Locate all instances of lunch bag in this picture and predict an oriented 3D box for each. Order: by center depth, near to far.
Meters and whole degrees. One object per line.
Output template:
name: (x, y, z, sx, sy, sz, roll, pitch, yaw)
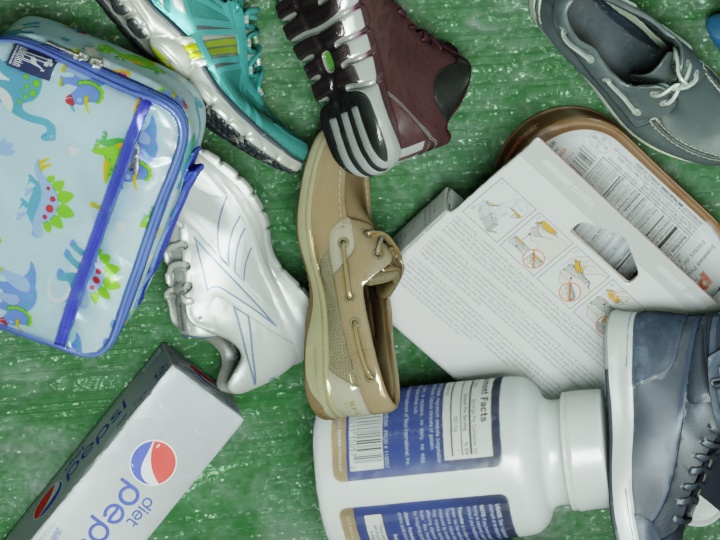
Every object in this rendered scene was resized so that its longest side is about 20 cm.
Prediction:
lunch bag: (-0.195, -0.054, 1.575, 0.160, 0.083, 0.201, 24, 110, 1)

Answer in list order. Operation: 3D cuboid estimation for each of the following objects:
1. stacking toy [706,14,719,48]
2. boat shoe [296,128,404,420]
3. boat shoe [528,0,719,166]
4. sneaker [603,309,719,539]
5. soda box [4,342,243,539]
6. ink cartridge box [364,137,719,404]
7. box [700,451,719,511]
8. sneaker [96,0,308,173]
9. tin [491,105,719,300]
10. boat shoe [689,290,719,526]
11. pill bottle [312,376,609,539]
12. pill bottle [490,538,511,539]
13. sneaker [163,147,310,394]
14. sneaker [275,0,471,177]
stacking toy: (0.349, -0.205, 1.681, 0.110, 0.116, 0.200, 42, 79, -14)
boat shoe: (0.000, 0.000, 1.633, 0.064, 0.071, 0.202, -5, 81, 25)
boat shoe: (0.201, -0.136, 1.682, 0.200, 0.062, 0.073, 39, 93, -19)
sneaker: (0.243, 0.125, 1.623, 0.145, 0.077, 0.204, -3, 88, 17)
soda box: (-0.171, 0.152, 1.674, 0.068, 0.063, 0.200, 38, 94, -17)
ink cartridge box: (0.128, 0.015, 1.687, 0.200, 0.045, 0.176, 41, 112, -19)
box: (0.358, 0.131, 1.717, 0.183, 0.104, 0.200, -53, 144, 6)
sneaker: (-0.095, -0.148, 1.610, 0.080, 0.077, 0.200, -42, 110, -10)
tin: (0.181, -0.030, 1.719, 0.200, 0.042, 0.112, 40, 97, -19)
boat shoe: (0.261, 0.109, 1.740, 0.073, 0.065, 0.201, 2, 118, -8)
pill bottle: (0.073, 0.132, 1.668, 0.198, 0.111, 0.112, -6, 107, 10)
pill bottle: (0.080, 0.246, 1.681, 0.110, 0.200, 0.112, -3, 106, -11)
sneaker: (-0.099, -0.004, 1.634, 0.087, 0.074, 0.201, -37, 108, -21)
sneaker: (0.012, -0.168, 1.638, 0.115, 0.075, 0.201, -14, 90, -40)
